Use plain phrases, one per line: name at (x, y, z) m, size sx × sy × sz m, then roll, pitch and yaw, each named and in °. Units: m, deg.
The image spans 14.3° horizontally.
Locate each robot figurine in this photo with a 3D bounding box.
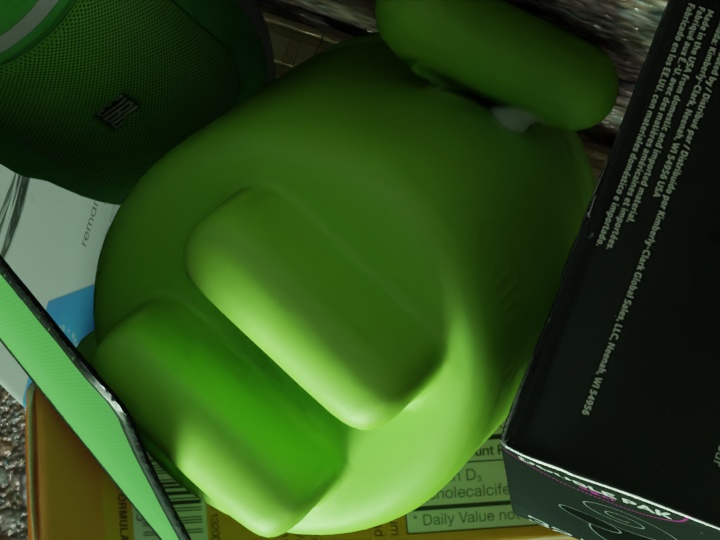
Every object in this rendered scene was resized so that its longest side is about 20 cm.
robot figurine at (0.000, 0.000, 0.806) m, size 0.116 × 0.176 × 0.200 m, roll 41°, pitch -153°, yaw 4°

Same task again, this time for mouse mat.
mouse mat at (-0.096, 0.009, 0.778) m, size 0.161 × 0.008 × 0.200 m, roll 49°, pitch 171°, yaw 19°

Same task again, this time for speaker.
speaker at (-0.087, -0.075, 0.805) m, size 0.088 × 0.089 × 0.200 m, roll 20°, pitch 175°, yaw 18°

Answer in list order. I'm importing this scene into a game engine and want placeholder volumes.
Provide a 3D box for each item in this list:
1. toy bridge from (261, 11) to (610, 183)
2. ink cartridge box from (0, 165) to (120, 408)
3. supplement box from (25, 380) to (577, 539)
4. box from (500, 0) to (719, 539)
toy bridge at (-0.005, -0.060, 0.949) m, size 0.199 × 0.027 × 0.067 m, roll 21°, pitch 174°, yaw 17°
ink cartridge box at (-0.102, -0.021, 1.028) m, size 0.066 × 0.116 × 0.200 m, roll 9°, pitch -166°, yaw -33°
supplement box at (-0.006, 0.066, 0.914) m, size 0.199 × 0.069 × 0.067 m, roll -1°, pitch 167°, yaw -8°
box at (0.149, 0.034, 0.718) m, size 0.199 × 0.125 × 0.149 m, roll 21°, pitch 171°, yaw 9°
